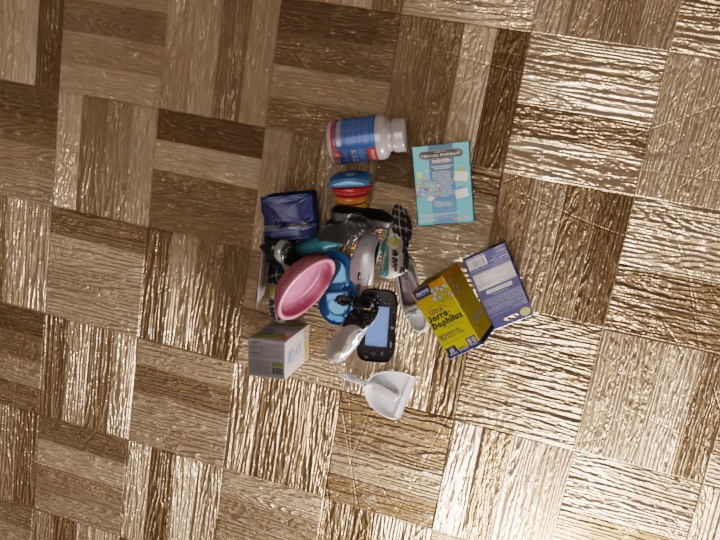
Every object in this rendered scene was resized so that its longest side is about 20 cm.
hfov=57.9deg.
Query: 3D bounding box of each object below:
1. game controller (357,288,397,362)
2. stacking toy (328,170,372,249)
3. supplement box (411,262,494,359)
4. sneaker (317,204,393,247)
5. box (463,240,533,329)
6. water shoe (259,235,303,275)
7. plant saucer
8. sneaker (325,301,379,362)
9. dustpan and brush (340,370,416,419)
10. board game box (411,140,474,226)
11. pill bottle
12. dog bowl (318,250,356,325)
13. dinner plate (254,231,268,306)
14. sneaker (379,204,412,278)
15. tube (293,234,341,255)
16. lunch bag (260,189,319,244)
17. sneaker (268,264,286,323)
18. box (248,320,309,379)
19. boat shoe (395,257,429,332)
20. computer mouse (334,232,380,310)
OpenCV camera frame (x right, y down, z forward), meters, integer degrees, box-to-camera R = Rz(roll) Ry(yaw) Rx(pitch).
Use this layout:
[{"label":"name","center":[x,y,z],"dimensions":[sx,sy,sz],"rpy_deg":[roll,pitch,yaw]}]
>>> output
[{"label":"game controller","center":[0.046,0.151,1.779],"dimensions":[0.102,0.042,0.206],"rpy_deg":[6,101,12]},{"label":"stacking toy","center":[-0.020,-0.155,1.722],"dimensions":[0.113,0.110,0.205],"rpy_deg":[-2,110,6]},{"label":"supplement box","center":[0.239,0.104,1.679],"dimensions":[0.108,0.109,0.203],"rpy_deg":[-30,92,34]},{"label":"sneaker","center":[-0.013,-0.107,1.673],"dimensions":[0.195,0.060,0.106],"rpy_deg":[10,125,8]},{"label":"box","center":[0.359,0.040,1.692],"dimensions":[0.119,0.032,0.204],"rpy_deg":[-22,94,16]},{"label":"water shoe","center":[-0.200,-0.035,1.665],"dimensions":[0.077,0.201,0.073],"rpy_deg":[23,70,16]},{"label":"plant saucer","center":[-0.151,0.036,1.681],"dimensions":[0.051,0.199,0.202],"rpy_deg":[41,106,21]},{"label":"sneaker","center":[-0.019,0.164,1.754],"dimensions":[0.072,0.072,0.201],"rpy_deg":[44,101,19]},{"label":"dustpan and brush","center":[0.039,0.321,1.799],"dimensions":[0.196,0.057,0.142],"rpy_deg":[24,104,8]},{"label":"board game box","center":[0.214,-0.222,1.674],"dimensions":[0.147,0.047,0.206],"rpy_deg":[-3,98,14]},{"label":"pill bottle","center":[0.018,-0.337,1.667],"dimensions":[0.195,0.112,0.115],"rpy_deg":[-4,99,15]},{"label":"dog bowl","center":[-0.061,0.044,1.783],"dimensions":[0.109,0.050,0.206],"rpy_deg":[-3,99,14]},{"label":"dinner plate","center":[-0.264,-0.003,1.754],"dimensions":[0.024,0.200,0.205],"rpy_deg":[7,102,-11]},{"label":"sneaker","center":[0.081,-0.077,1.688],"dimensions":[0.079,0.076,0.205],"rpy_deg":[-20,55,49]},{"label":"tube","center":[-0.150,-0.061,1.746],"dimensions":[0.195,0.077,0.052],"rpy_deg":[-16,86,-9]},{"label":"lunch bag","center":[-0.182,-0.135,1.703],"dimensions":[0.132,0.200,0.136],"rpy_deg":[-4,101,8]},{"label":"sneaker","center":[-0.210,0.043,1.797],"dimensions":[0.076,0.079,0.206],"rpy_deg":[3,81,22]},{"label":"box","center":[-0.219,0.211,1.769],"dimensions":[0.110,0.200,0.104],"rpy_deg":[4,100,14]},{"label":"boat shoe","center":[0.134,0.069,1.728],"dimensions":[0.073,0.065,0.207],"rpy_deg":[-10,96,24]},{"label":"computer mouse","center":[0.000,0.000,1.706],"dimensions":[0.107,0.044,0.205],"rpy_deg":[11,92,23]}]
